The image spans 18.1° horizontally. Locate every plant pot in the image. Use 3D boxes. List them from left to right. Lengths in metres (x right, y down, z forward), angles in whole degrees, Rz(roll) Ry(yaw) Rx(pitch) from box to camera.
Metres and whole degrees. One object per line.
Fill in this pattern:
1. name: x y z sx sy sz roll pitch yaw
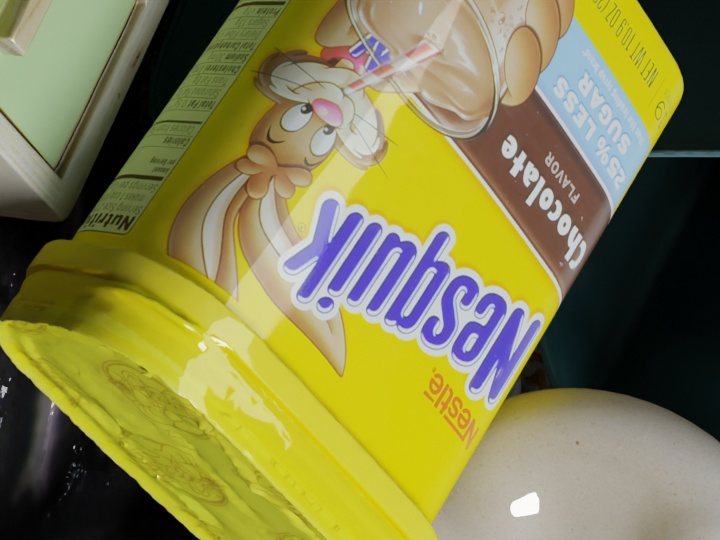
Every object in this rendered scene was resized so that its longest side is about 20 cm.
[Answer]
1. plant pot: 0.159 -0.051 0.876 0.200 0.141 0.142 -61 141 -42

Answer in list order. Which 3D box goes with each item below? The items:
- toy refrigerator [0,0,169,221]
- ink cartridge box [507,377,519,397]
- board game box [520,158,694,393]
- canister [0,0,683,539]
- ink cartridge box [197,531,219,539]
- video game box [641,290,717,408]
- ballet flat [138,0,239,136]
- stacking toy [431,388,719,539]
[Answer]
1. toy refrigerator: -0.087 -0.120 0.671 0.076 0.070 0.201 53 52 -49
2. ink cartridge box: 0.000 0.000 0.828 0.163 0.057 0.201 -43 132 -46
3. board game box: 0.116 -0.054 0.972 0.151 0.046 0.201 -13 107 -57
4. canister: 0.003 -0.019 0.678 0.149 0.086 0.201 48 64 -35
5. ink cartridge box: -0.036 0.159 0.769 0.196 0.043 0.201 -29 123 -26
6. video game box: 0.180 0.106 0.926 0.182 0.047 0.200 41 51 -4
7. ballet flat: -0.023 -0.123 0.788 0.075 0.067 0.201 33 74 -71
8. stacking toy: 0.100 0.099 0.780 0.200 0.145 0.147 -19 112 -67
